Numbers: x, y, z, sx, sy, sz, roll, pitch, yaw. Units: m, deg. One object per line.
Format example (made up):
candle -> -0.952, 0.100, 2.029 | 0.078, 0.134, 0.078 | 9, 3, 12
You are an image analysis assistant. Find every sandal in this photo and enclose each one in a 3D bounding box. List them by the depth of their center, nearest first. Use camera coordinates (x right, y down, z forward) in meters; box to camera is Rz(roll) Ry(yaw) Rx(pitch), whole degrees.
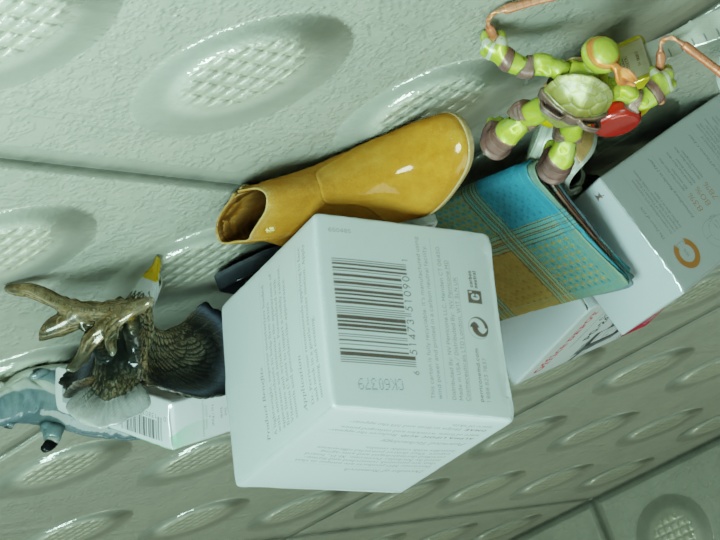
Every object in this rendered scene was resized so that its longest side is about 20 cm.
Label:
sandal -> -0.064, 0.015, 1.774 | 0.076, 0.043, 0.200 | -28, 162, 21

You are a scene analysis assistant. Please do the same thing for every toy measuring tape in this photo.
toy measuring tape -> 0.232, -0.158, 1.538 | 0.199, 0.074, 0.073 | -23, 164, 24

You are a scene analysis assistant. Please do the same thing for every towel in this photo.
towel -> 0.131, -0.022, 1.706 | 0.199, 0.147, 0.022 | -18, -150, 51

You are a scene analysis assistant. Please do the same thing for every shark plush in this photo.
shark plush -> -0.288, 0.128, 1.779 | 0.091, 0.084, 0.199 | -33, 160, 34

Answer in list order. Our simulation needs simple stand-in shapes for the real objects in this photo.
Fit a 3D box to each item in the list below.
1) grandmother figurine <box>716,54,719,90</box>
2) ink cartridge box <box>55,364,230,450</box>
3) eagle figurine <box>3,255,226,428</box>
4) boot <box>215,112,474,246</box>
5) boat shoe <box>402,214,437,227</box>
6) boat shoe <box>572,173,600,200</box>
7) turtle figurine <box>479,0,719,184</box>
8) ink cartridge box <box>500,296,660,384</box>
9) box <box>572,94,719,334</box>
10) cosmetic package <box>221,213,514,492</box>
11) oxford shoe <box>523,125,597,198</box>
grandmother figurine -> 0.372, -0.205, 1.602 | 0.121, 0.061, 0.200 | 7, 146, -41
ink cartridge box -> -0.153, 0.104, 1.761 | 0.160, 0.051, 0.199 | 12, -164, 41
eagle figurine -> -0.189, 0.062, 1.632 | 0.151, 0.152, 0.200 | -41, 159, -5
boot -> -0.016, -0.064, 1.540 | 0.143, 0.071, 0.201 | -6, 162, -41
boat shoe -> 0.000, 0.000, 1.699 | 0.073, 0.066, 0.200 | -16, 152, -41
boat shoe -> 0.156, -0.029, 1.854 | 0.199, 0.074, 0.060 | -29, 162, 14
turtle figurine -> 0.168, -0.129, 1.472 | 0.198, 0.065, 0.161 | 10, 146, -17
ink cartridge box -> 0.222, 0.015, 1.835 | 0.199, 0.084, 0.145 | -21, 160, -38
box -> 0.282, -0.053, 1.746 | 0.200, 0.125, 0.097 | -33, 174, -39
cosmetic package -> 0.000, 0.074, 1.580 | 0.164, 0.166, 0.200 | 6, 155, -26
oxford shoe -> 0.166, -0.078, 1.702 | 0.057, 0.076, 0.200 | 17, 156, 0
